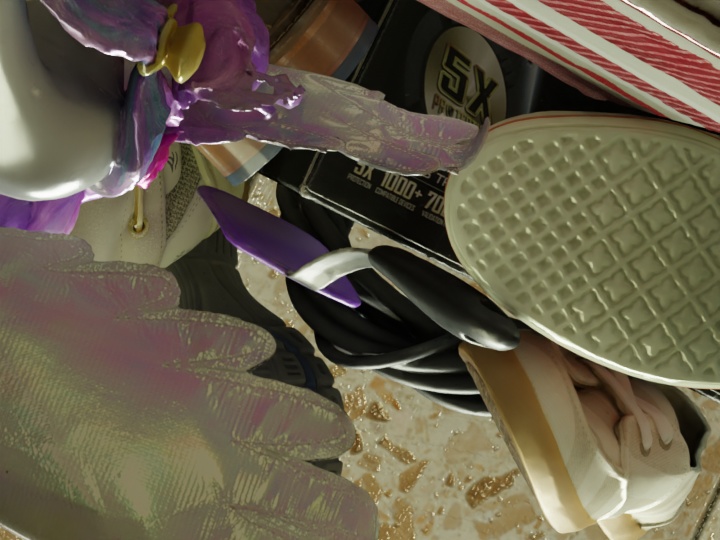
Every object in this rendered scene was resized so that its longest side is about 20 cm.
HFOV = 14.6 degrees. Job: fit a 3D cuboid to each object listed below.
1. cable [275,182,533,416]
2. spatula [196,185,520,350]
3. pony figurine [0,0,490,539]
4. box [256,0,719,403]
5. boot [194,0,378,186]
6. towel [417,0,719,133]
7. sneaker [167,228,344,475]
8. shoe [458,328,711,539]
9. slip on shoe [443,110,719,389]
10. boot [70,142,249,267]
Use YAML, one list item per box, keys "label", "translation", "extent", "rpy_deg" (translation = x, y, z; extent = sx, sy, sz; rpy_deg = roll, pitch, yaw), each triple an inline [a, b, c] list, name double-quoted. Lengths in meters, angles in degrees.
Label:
- label: "cable"
  translation: [0.050, -0.003, 1.068]
  extent: [0.163, 0.051, 0.200]
  rpy_deg: [41, -140, 3]
- label: "spatula"
  translation: [0.000, 0.000, 0.864]
  extent: [0.056, 0.021, 0.200]
  rpy_deg: [27, 176, -25]
- label: "pony figurine"
  translation: [-0.075, -0.036, 0.606]
  extent: [0.192, 0.200, 0.167]
  rpy_deg: [11, -138, 9]
- label: "box"
  translation: [0.074, -0.026, 0.938]
  extent: [0.199, 0.086, 0.164]
  rpy_deg: [26, -179, -9]
- label: "boot"
  translation: [-0.044, -0.098, 0.818]
  extent: [0.097, 0.075, 0.200]
  rpy_deg: [44, -168, -11]
- label: "towel"
  translation: [0.049, -0.071, 0.699]
  extent: [0.144, 0.023, 0.200]
  rpy_deg: [26, 180, -24]
- label: "sneaker"
  translation: [-0.068, 0.039, 1.023]
  extent: [0.074, 0.087, 0.200]
  rpy_deg: [9, -140, -36]
- label: "shoe"
  translation: [0.077, 0.048, 0.909]
  extent: [0.070, 0.053, 0.200]
  rpy_deg: [60, -174, 16]
- label: "slip on shoe"
  translation: [0.112, -0.004, 0.819]
  extent: [0.199, 0.074, 0.061]
  rpy_deg: [9, -167, -22]
- label: "boot"
  translation: [-0.131, -0.056, 0.915]
  extent: [0.072, 0.155, 0.200]
  rpy_deg: [7, 132, 46]
